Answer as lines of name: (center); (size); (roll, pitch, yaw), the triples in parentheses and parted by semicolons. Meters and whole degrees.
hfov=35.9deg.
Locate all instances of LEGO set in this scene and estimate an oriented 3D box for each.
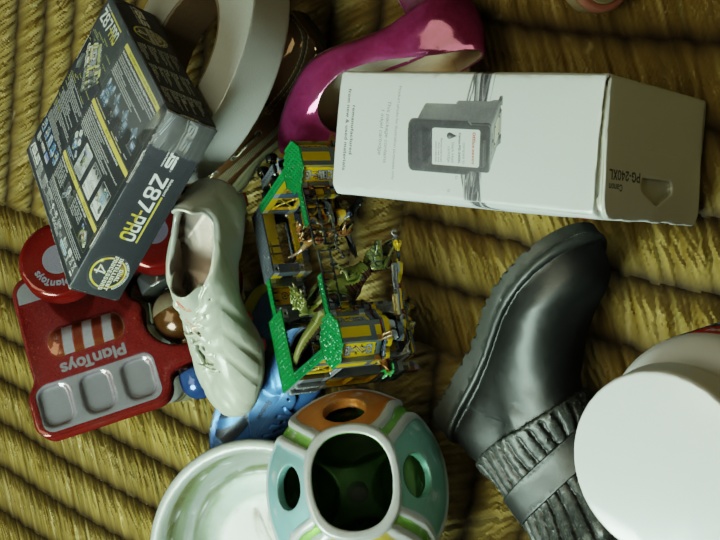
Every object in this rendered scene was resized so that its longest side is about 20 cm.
LEGO set: (0.000, 0.000, 0.832); (0.154, 0.115, 0.201); (-56, 45, 52)

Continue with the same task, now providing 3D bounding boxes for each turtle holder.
turtle holder: (-0.008, 0.178, 0.808); (0.140, 0.132, 0.187); (18, 76, 6)

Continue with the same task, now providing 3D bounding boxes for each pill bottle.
pill bottle: (0.208, 0.087, 0.617); (0.115, 0.199, 0.117); (5, 98, 38)

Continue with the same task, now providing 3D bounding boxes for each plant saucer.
plant saucer: (-0.077, 0.238, 0.922); (0.198, 0.050, 0.202); (0, 89, 17)

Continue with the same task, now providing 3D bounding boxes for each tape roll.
tape roll: (-0.130, -0.169, 0.887); (0.202, 0.037, 0.205); (-25, 57, 44)

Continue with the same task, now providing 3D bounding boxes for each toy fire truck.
toy fire truck: (-0.194, 0.042, 0.954); (0.112, 0.198, 0.169); (104, 148, -71)

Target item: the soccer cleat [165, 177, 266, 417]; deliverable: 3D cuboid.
soccer cleat: (-0.119, 0.028, 0.867); (0.069, 0.078, 0.202); (6, 111, 24)

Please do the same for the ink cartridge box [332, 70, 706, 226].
ink cartridge box: (0.104, -0.080, 0.721); (0.199, 0.145, 0.084); (9, 96, 39)

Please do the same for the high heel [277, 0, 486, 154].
high heel: (0.013, -0.132, 0.836); (0.200, 0.067, 0.096); (-40, 49, 23)

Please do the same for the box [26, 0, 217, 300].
box: (-0.194, -0.100, 0.868); (0.162, 0.049, 0.200); (-57, 39, 21)

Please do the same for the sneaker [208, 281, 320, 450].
sneaker: (-0.074, 0.112, 0.944); (0.078, 0.066, 0.202); (25, 110, 32)

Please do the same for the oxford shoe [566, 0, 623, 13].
oxford shoe: (0.124, -0.259, 0.750); (0.074, 0.070, 0.202); (-32, 73, 63)

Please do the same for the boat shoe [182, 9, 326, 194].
boat shoe: (-0.102, -0.129, 0.935); (0.076, 0.074, 0.200); (53, 124, 22)

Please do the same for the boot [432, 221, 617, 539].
boot: (0.146, 0.090, 0.746); (0.158, 0.079, 0.212); (49, 133, 33)

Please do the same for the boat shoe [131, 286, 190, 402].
boat shoe: (-0.215, 0.031, 1.049); (0.075, 0.068, 0.201); (-37, 71, 39)
